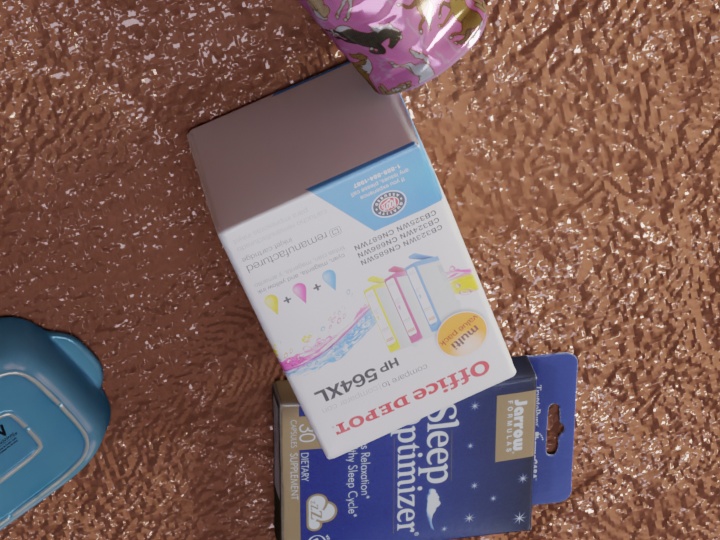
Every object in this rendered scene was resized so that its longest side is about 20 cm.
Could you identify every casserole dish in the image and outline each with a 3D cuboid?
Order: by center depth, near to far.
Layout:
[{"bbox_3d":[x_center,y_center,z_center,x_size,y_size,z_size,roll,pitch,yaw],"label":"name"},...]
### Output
[{"bbox_3d":[-0.243,0.114,1.710,0.200,0.039,0.121,-36,122,8],"label":"casserole dish"}]

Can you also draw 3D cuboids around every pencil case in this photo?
[{"bbox_3d":[-0.010,-0.190,1.556,0.086,0.083,0.200,-27,123,17],"label":"pencil case"}]

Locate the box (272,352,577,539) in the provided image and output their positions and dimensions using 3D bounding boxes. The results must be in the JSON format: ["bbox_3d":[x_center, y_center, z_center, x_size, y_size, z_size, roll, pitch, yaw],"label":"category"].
[{"bbox_3d":[0.044,0.117,1.784,0.199,0.032,0.122,-7,122,-11],"label":"box"}]

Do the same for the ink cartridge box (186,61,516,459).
[{"bbox_3d":[0.000,0.000,1.646,0.128,0.125,0.201,-24,122,2],"label":"ink cartridge box"}]
